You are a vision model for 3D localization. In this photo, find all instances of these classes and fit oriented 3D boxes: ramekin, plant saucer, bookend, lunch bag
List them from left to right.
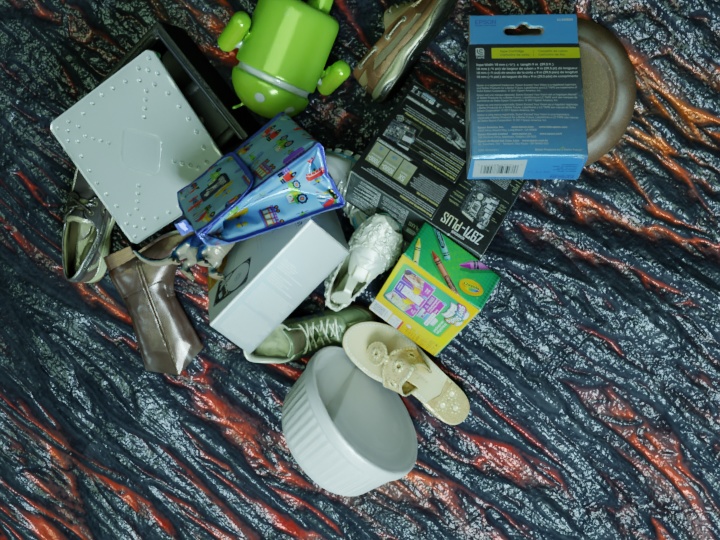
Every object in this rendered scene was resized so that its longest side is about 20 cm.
[{"bbox_3d":[-0.275,-0.204,1.225,0.199,0.092,0.200,-39,90,15],"label":"bookend"},{"bbox_3d":[-0.143,-0.098,1.092,0.198,0.151,0.095,-30,122,-10],"label":"lunch bag"},{"bbox_3d":[-0.022,0.213,1.187,0.094,0.202,0.203,-40,89,24],"label":"ramekin"},{"bbox_3d":[0.265,-0.234,1.144,0.196,0.037,0.205,1,97,11],"label":"plant saucer"}]

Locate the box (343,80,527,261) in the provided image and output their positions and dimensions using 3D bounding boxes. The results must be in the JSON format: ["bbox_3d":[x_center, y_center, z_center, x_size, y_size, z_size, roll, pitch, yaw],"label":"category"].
[{"bbox_3d":[0.104,-0.118,1.128,0.198,0.086,0.165,32,69,4],"label":"box"}]

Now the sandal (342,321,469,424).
[{"bbox_3d":[0.072,0.141,1.194,0.210,0.070,0.078,37,82,-8],"label":"sandal"}]

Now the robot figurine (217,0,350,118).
[{"bbox_3d":[-0.102,-0.297,1.165,0.173,0.116,0.203,20,102,-23],"label":"robot figurine"}]

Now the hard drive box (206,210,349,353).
[{"bbox_3d":[-0.117,-0.013,1.182,0.200,0.157,0.077,-45,118,13],"label":"hard drive box"}]

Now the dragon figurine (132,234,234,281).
[{"bbox_3d":[-0.217,-0.043,1.191,0.197,0.059,0.101,-1,58,35],"label":"dragon figurine"}]

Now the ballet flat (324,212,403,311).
[{"bbox_3d":[0.000,0.000,1.161,0.072,0.072,0.200,42,145,3],"label":"ballet flat"}]

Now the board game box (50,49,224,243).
[{"bbox_3d":[-0.295,-0.166,1.182,0.198,0.026,0.202,-28,105,23],"label":"board game box"}]

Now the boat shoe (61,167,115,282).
[{"bbox_3d":[-0.403,-0.079,1.282,0.072,0.065,0.204,7,98,12],"label":"boat shoe"}]

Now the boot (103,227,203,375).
[{"bbox_3d":[-0.264,0.043,1.277,0.183,0.064,0.203,-19,98,10],"label":"boot"}]

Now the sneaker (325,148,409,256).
[{"bbox_3d":[0.003,-0.091,1.179,0.198,0.087,0.075,32,141,7],"label":"sneaker"}]

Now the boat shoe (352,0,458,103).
[{"bbox_3d":[0.060,-0.322,1.153,0.073,0.076,0.201,38,102,7],"label":"boat shoe"}]

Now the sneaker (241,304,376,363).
[{"bbox_3d":[-0.078,0.098,1.229,0.196,0.090,0.069,-10,95,12],"label":"sneaker"}]

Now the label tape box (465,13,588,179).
[{"bbox_3d":[0.204,-0.218,1.088,0.141,0.063,0.204,1,69,3],"label":"label tape box"}]

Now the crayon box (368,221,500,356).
[{"bbox_3d":[0.092,0.030,1.134,0.118,0.200,0.059,36,65,3],"label":"crayon box"}]
